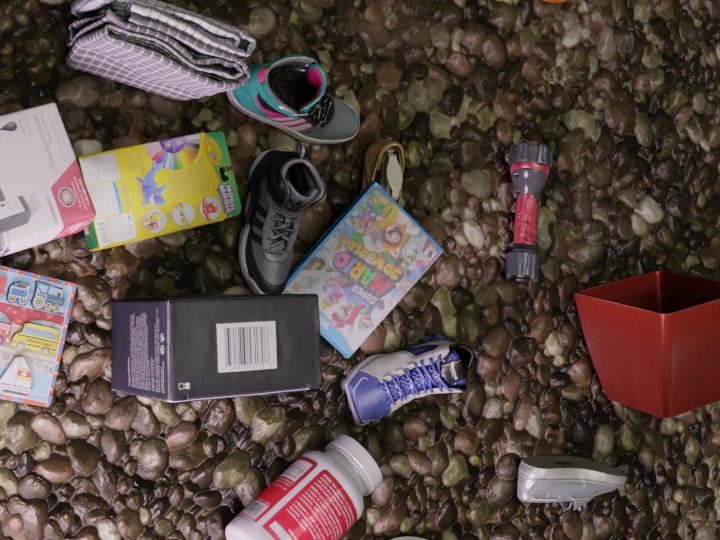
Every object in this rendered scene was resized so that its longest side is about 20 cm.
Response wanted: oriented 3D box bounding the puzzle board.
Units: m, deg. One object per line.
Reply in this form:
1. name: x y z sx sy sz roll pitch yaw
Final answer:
1. puzzle board: -0.439 0.067 1.355 0.198 0.017 0.153 15 79 -29

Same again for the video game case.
1. video game case: 0.000 0.000 1.584 0.143 0.018 0.200 43 88 -22

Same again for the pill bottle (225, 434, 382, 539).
1. pill bottle: -0.069 0.308 1.509 0.200 0.112 0.113 -40 107 -26

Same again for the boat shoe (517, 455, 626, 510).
1. boat shoe: 0.316 0.326 1.775 0.199 0.070 0.072 8 100 -31

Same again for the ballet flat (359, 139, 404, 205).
1. ballet flat: 0.028 -0.084 1.617 0.068 0.063 0.203 5 85 -30

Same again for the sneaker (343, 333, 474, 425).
1. sneaker: 0.081 0.141 1.607 0.198 0.115 0.081 -24 99 -30

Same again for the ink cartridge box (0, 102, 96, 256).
1. ink cartridge box: -0.423 -0.092 1.326 0.198 0.085 0.147 -21 90 -29

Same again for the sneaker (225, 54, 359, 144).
1. sneaker: -0.065 -0.225 1.535 0.198 0.120 0.085 15 80 -30

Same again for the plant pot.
1. plant pot: 0.471 0.116 1.808 0.198 0.199 0.178 -12 104 -30

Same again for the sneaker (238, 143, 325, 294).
1. sneaker: -0.101 -0.065 1.504 0.075 0.113 0.203 8 80 -30

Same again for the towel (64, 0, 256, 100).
1. towel: -0.247 -0.266 1.404 0.198 0.165 0.087 15 86 -29

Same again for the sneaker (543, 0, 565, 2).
1. sneaker: 0.260 -0.504 1.782 0.200 0.075 0.093 41 61 -31

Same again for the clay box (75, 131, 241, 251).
1. clay box: -0.253 -0.102 1.458 0.198 0.047 0.116 -15 95 -32

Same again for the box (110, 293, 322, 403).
1. box: -0.177 0.088 1.404 0.195 0.199 0.119 -1 89 -31

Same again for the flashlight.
1. flashlight: 0.248 -0.087 1.748 0.067 0.068 0.203 10 81 -31

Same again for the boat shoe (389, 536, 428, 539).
1. boat shoe: 0.034 0.423 1.608 0.198 0.073 0.062 -9 135 -38
